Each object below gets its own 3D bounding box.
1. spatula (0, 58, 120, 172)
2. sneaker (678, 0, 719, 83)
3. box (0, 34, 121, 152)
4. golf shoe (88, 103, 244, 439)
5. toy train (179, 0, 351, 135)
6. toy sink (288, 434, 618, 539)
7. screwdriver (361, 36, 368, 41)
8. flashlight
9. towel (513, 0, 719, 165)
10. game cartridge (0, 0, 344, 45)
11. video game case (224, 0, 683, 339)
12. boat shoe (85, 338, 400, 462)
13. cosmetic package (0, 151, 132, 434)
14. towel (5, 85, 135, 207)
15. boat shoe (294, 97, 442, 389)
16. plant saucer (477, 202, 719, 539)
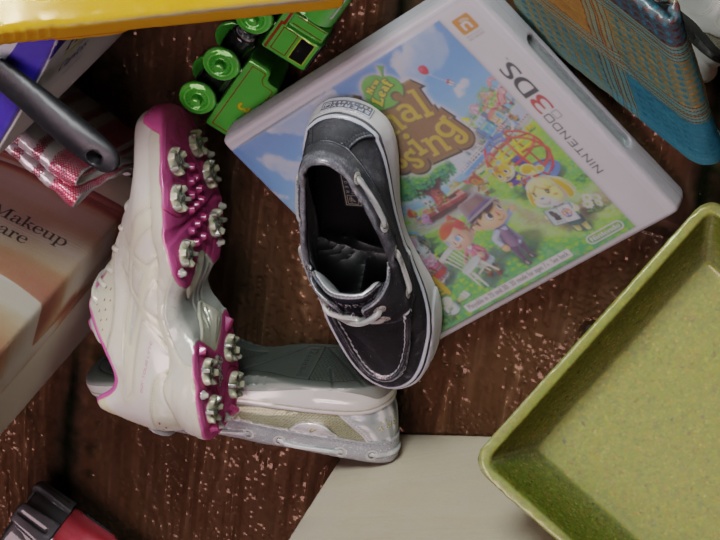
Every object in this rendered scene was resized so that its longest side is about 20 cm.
[{"bbox_3d":[-0.208,-0.113,1.569,0.200,0.021,0.057,33,133,0],"label":"spatula"},{"bbox_3d":[0.157,-0.201,1.551,0.115,0.076,0.201,-36,109,28],"label":"sneaker"},{"bbox_3d":[-0.228,-0.186,1.661,0.200,0.184,0.105,35,126,1],"label":"box"},{"bbox_3d":[-0.125,0.002,1.749,0.091,0.075,0.201,1,103,25],"label":"golf shoe"},{"bbox_3d":[-0.038,-0.149,1.689,0.056,0.042,0.200,32,129,-9],"label":"toy train"},{"bbox_3d":[0.076,0.181,1.787,0.199,0.130,0.112,0,121,24],"label":"toy sink"},{"bbox_3d":[0.040,-0.149,1.662,0.028,0.029,0.200,42,125,-4],"label":"screwdriver"},{"bbox_3d":[-0.150,0.222,1.959,0.200,0.068,0.068,38,128,0],"label":"flashlight"},{"bbox_3d":[0.124,-0.132,1.532,0.147,0.022,0.200,41,173,22],"label":"towel"},{"bbox_3d":[-0.118,-0.213,1.570,0.199,0.032,0.177,-7,78,-7],"label":"game cartridge"},{"bbox_3d":[0.051,-0.059,1.692,0.200,0.022,0.182,-29,115,37],"label":"video game case"},{"bbox_3d":[-0.073,0.081,1.831,0.201,0.074,0.065,2,117,17],"label":"boat shoe"},{"bbox_3d":[-0.217,0.009,1.772,0.103,0.200,0.087,23,126,9],"label":"cosmetic package"},{"bbox_3d":[-0.224,-0.111,1.733,0.200,0.146,0.030,37,104,2],"label":"towel"},{"bbox_3d":[0.000,0.000,1.699,0.071,0.068,0.201,5,131,16],"label":"boat shoe"},{"bbox_3d":[0.200,0.096,1.680,0.200,0.048,0.200,42,93,-4],"label":"plant saucer"}]
